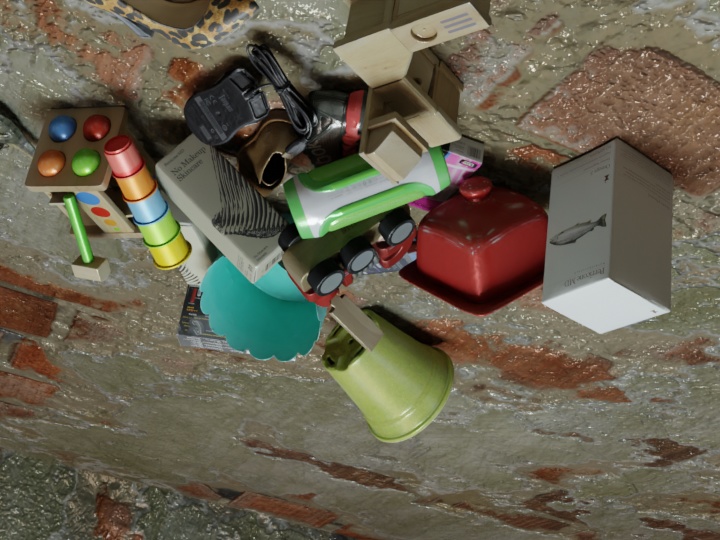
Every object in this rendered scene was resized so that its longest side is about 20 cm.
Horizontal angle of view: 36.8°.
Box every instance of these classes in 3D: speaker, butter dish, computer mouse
[{"bbox_3d":[0.008,-0.108,1.346,0.198,0.089,0.089,-20,150,1],"label":"speaker"},{"bbox_3d":[0.164,-0.054,1.445,0.199,0.199,0.149,27,138,52],"label":"butter dish"},{"bbox_3d":[-0.131,-0.195,1.359,0.141,0.046,0.199,52,138,-10],"label":"computer mouse"}]

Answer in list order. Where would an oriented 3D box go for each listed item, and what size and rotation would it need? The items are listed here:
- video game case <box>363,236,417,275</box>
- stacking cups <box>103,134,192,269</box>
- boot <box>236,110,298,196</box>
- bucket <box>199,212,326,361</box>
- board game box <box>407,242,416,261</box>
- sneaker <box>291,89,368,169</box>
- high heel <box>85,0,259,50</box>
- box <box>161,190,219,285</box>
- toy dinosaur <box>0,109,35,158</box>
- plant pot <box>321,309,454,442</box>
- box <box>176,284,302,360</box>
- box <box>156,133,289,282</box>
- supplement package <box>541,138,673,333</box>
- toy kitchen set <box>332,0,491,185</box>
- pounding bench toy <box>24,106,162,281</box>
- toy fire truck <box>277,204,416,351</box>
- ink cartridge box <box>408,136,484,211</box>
[{"bbox_3d":[0.006,-0.035,1.698,0.198,0.019,0.143,-6,149,29],"label":"video game case"},{"bbox_3d":[-0.287,-0.090,1.456,0.060,0.061,0.201,0,137,19],"label":"stacking cups"},{"bbox_3d":[-0.133,-0.138,1.483,0.073,0.076,0.200,14,154,-13],"label":"boot"},{"bbox_3d":[-0.136,0.021,1.658,0.205,0.135,0.209,9,128,12],"label":"bucket"},{"bbox_3d":[0.180,-0.023,1.641,0.198,0.020,0.103,-8,148,21],"label":"board game box"},{"bbox_3d":[-0.043,-0.167,1.399,0.097,0.072,0.201,11,151,-4],"label":"sneaker"},{"bbox_3d":[-0.219,-0.305,1.181,0.198,0.072,0.142,3,160,33],"label":"high heel"},{"bbox_3d":[-0.257,-0.055,1.680,0.068,0.083,0.201,5,152,12],"label":"box"},{"bbox_3d":[-0.510,-0.194,1.536,0.087,0.048,0.200,-10,151,21],"label":"toy dinosaur"},{"bbox_3d":[0.035,0.173,1.935,0.199,0.202,0.184,-17,132,42],"label":"plant pot"},{"bbox_3d":[-0.190,0.057,1.789,0.197,0.159,0.050,6,154,5],"label":"box"},{"bbox_3d":[-0.183,-0.086,1.468,0.200,0.082,0.068,44,160,7],"label":"box"},{"bbox_3d":[0.316,-0.041,1.378,0.117,0.202,0.116,26,149,-30],"label":"supplement package"},{"bbox_3d":[0.092,-0.203,1.180,0.179,0.165,0.200,-11,147,35],"label":"toy kitchen set"},{"bbox_3d":[-0.373,-0.105,1.486,0.123,0.202,0.156,1,153,18],"label":"pounding bench toy"},{"bbox_3d":[0.000,0.000,1.460,0.129,0.175,0.201,49,167,26],"label":"toy fire truck"},{"bbox_3d":[0.083,-0.128,1.476,0.094,0.037,0.200,17,154,-15],"label":"ink cartridge box"}]
